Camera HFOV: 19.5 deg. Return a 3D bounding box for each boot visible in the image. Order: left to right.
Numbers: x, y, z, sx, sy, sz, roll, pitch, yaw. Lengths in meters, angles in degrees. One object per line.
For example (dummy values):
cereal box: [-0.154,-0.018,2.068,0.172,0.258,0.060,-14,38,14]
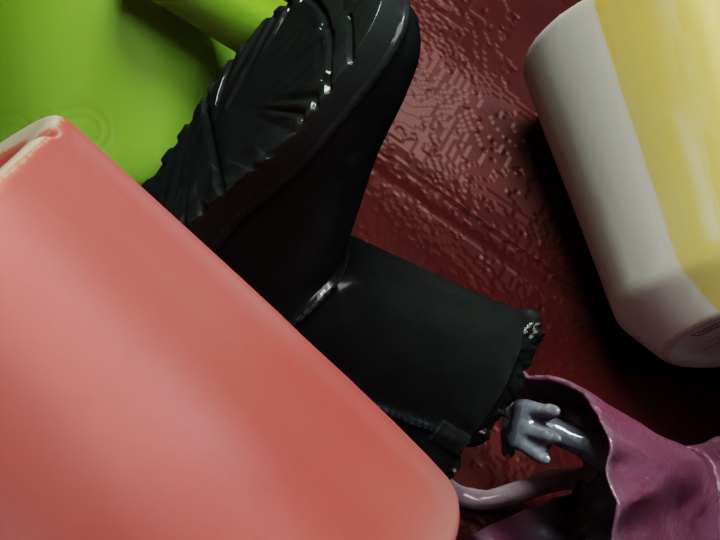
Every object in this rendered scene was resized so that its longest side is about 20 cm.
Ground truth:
boot: [0.001,0.000,0.779,0.162,0.198,0.073,30,21,-29]

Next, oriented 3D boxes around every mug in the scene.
mug: [0.162,-0.047,0.945,0.149,0.187,0.154,-8,70,-4]

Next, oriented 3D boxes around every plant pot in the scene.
plant pot: [-0.095,0.062,0.661,0.178,0.200,0.200,53,46,-12]

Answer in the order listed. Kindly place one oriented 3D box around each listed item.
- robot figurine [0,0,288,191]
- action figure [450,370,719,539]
robot figurine: [-0.103,-0.095,0.820,0.115,0.175,0.201,-7,95,-30]
action figure: [0.134,0.107,0.890,0.200,0.134,0.149,0,15,-45]
